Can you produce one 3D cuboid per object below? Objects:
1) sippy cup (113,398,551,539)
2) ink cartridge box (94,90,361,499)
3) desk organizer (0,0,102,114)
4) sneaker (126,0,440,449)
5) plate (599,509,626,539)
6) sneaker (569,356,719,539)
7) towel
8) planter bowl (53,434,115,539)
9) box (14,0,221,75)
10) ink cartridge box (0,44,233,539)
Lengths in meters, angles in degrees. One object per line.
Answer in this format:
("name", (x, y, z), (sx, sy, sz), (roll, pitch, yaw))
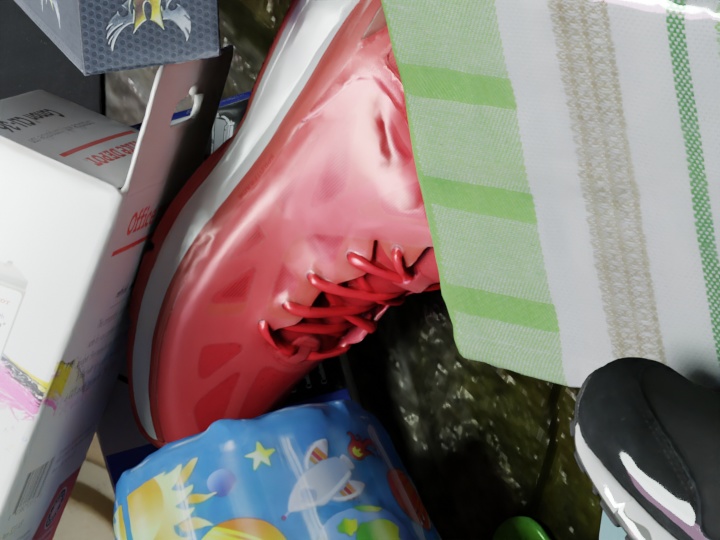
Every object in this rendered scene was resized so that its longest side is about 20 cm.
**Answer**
("sippy cup", (-0.021, 0.118, 1.000), (0.140, 0.178, 0.130), (-27, 70, 22))
("ink cartridge box", (-0.050, 0.042, 1.090), (0.044, 0.094, 0.200), (-78, -28, -84))
("desk organizer", (-0.153, -0.108, 1.184), (0.077, 0.072, 0.200), (32, 131, 45))
("sneaker", (0.000, 0.000, 0.987), (0.116, 0.078, 0.200), (38, 118, 33))
("plate", (0.141, 0.100, 0.871), (0.200, 0.026, 0.200), (6, 99, 43))
("sneaker", (0.152, 0.069, 0.792), (0.200, 0.076, 0.088), (36, 115, 16))
("towel", (0.104, -0.018, 0.811), (0.200, 0.031, 0.149), (14, 133, 30))
("planter bowl", (-0.123, 0.133, 1.179), (0.135, 0.200, 0.200), (-160, 54, -81))
("box", (-0.100, -0.167, 0.984), (0.200, 0.051, 0.158), (-136, 40, -62))
("ink cartridge box", (-0.114, 0.008, 1.009), (0.067, 0.116, 0.200), (23, 100, 5))
